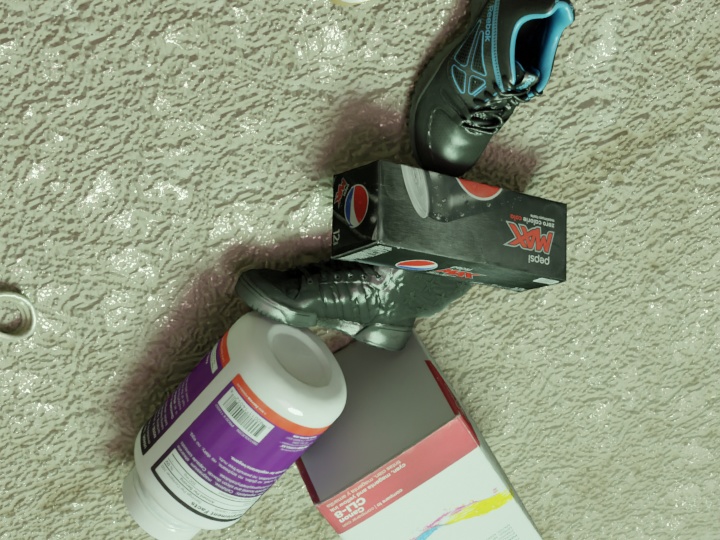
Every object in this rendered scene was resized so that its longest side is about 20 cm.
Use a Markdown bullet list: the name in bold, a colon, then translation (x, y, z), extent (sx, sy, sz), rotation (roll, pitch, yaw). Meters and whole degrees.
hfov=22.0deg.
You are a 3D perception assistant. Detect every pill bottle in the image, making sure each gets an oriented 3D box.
- **pill bottle**: translation (-0.108, 0.133, 1.514), extent (0.112, 0.113, 0.200), rotation (22, 124, -35)

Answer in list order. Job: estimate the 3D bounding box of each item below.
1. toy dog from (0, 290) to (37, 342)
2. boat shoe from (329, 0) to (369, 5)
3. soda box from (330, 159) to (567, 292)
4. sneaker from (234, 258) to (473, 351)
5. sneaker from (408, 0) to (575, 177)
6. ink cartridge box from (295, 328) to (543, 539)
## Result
- **toy dog**: translation (-0.319, 0.032, 1.363), extent (0.131, 0.097, 0.201), rotation (-26, 131, -3)
- **boat shoe**: translation (0.059, -0.255, 1.331), extent (0.199, 0.071, 0.070), rotation (-22, 133, -6)
- **soda box**: translation (0.073, -0.033, 1.476), extent (0.199, 0.071, 0.063), rotation (10, 165, -37)
- **sneaker**: translation (0.001, 0.001, 1.511), extent (0.199, 0.060, 0.105), rotation (17, 109, -30)
- **sneaker**: translation (0.098, -0.147, 1.424), extent (0.073, 0.082, 0.201), rotation (4, 125, -30)
- **ink cartridge box**: translation (0.041, 0.174, 1.598), extent (0.144, 0.146, 0.200), rotation (-33, 131, 2)
